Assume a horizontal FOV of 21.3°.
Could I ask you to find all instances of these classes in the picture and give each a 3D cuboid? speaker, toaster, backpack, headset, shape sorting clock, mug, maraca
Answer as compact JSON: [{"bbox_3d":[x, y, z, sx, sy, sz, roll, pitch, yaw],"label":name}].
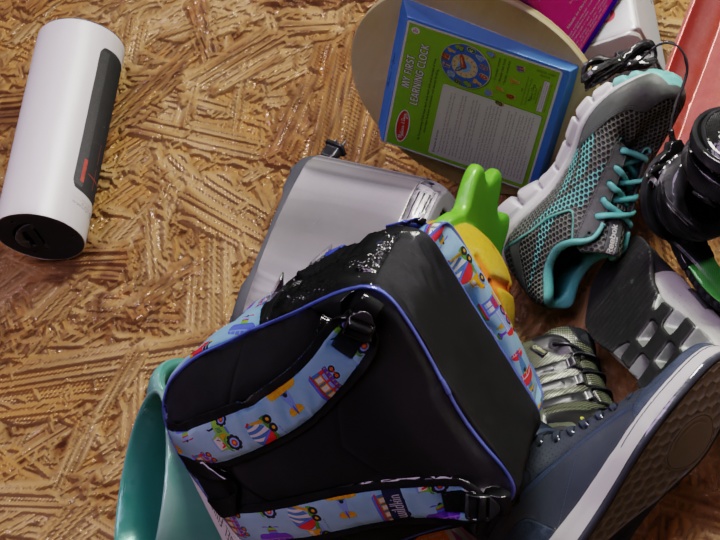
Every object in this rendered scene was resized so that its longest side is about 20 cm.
[{"bbox_3d":[-0.258,-0.112,1.649,0.080,0.081,0.202,-6,59,24],"label":"speaker"},{"bbox_3d":[0.000,0.000,1.428,0.128,0.114,0.202,10,65,28],"label":"toaster"},{"bbox_3d":[-0.010,0.081,1.169,0.199,0.183,0.135,-24,20,31],"label":"backpack"},{"bbox_3d":[0.220,-0.060,1.265,0.093,0.124,0.202,-17,76,-26],"label":"headset"},{"bbox_3d":[0.086,-0.133,1.407,0.198,0.201,0.039,0,48,28],"label":"shape sorting clock"},{"bbox_3d":[-0.101,0.152,1.360,0.152,0.113,0.187,155,123,-69],"label":"mug"},{"bbox_3d":[0.058,0.019,1.308,0.106,0.138,0.201,15,54,22],"label":"maraca"}]

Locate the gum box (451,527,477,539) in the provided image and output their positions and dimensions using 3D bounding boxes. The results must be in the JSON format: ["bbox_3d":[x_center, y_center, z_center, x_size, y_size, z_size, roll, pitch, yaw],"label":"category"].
[{"bbox_3d":[0.061,0.218,1.292,0.199,0.066,0.114,-33,51,6],"label":"gum box"}]

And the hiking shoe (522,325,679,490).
[{"bbox_3d":[0.144,0.086,1.321,0.199,0.076,0.101,20,76,36],"label":"hiking shoe"}]

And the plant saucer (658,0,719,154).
[{"bbox_3d":[0.317,-0.132,1.385,0.198,0.037,0.201,11,68,33],"label":"plant saucer"}]

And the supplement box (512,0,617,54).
[{"bbox_3d":[0.106,-0.246,1.353,0.101,0.200,0.104,26,76,35],"label":"supplement box"}]

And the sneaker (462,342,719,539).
[{"bbox_3d":[0.135,0.099,1.217,0.203,0.077,0.146,-52,49,9],"label":"sneaker"}]

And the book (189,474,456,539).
[{"bbox_3d":[-0.028,0.154,1.249,0.132,0.048,0.201,-13,52,-24],"label":"book"}]

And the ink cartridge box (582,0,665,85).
[{"bbox_3d":[0.148,-0.221,1.496,0.144,0.083,0.202,-16,57,19],"label":"ink cartridge box"}]

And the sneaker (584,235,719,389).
[{"bbox_3d":[0.217,0.050,1.317,0.074,0.088,0.201,-52,25,18],"label":"sneaker"}]

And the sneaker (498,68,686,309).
[{"bbox_3d":[0.172,-0.052,1.359,0.201,0.077,0.092,-54,43,31],"label":"sneaker"}]
